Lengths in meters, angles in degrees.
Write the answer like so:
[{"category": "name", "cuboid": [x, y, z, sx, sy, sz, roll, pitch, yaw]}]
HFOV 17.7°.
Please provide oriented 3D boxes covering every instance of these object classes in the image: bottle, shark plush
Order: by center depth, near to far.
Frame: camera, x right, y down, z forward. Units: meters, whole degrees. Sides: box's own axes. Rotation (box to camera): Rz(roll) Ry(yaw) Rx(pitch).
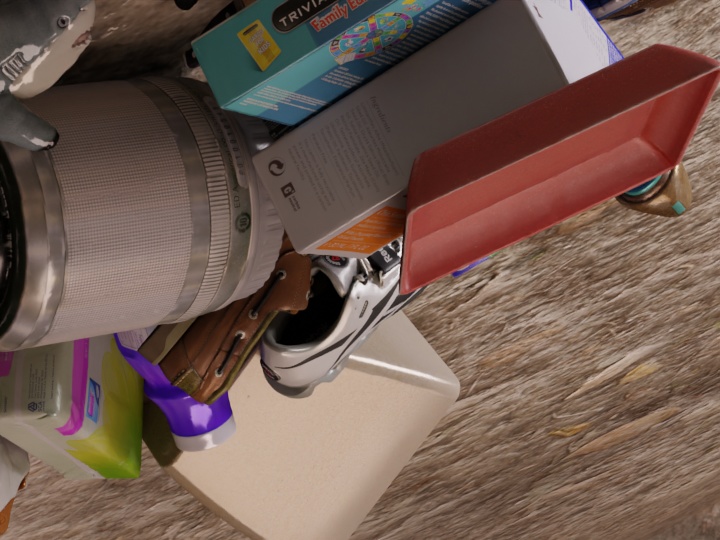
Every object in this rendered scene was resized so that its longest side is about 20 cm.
[{"category": "shark plush", "cuboid": [-0.254, -0.133, 1.333, 0.199, 0.091, 0.083, 3, 133, -12]}, {"category": "bottle", "cuboid": [-0.137, 0.032, 1.651, 0.083, 0.201, 0.065, -29, -154, -32]}]

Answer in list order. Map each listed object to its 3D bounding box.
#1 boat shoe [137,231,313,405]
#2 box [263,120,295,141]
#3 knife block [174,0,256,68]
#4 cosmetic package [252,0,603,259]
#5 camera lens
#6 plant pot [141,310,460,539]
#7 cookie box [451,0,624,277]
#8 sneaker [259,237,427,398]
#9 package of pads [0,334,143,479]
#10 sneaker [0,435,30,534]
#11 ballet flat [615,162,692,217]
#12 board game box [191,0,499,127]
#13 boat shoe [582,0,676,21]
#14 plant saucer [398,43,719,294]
[{"category": "boat shoe", "cuboid": [-0.065, 0.004, 1.604, 0.200, 0.068, 0.072, -49, -175, -7]}, {"category": "box", "cuboid": [-0.020, -0.075, 1.718, 0.200, 0.048, 0.193, -35, 155, 32]}, {"category": "knife block", "cuboid": [-0.046, -0.192, 1.352, 0.175, 0.064, 0.200, -26, 162, 3]}, {"category": "cosmetic package", "cuboid": [0.046, -0.085, 1.411, 0.200, 0.071, 0.101, -31, 166, 21]}, {"category": "camera lens", "cuboid": [-0.169, -0.039, 1.468, 0.200, 0.160, 0.160, -10, 156, -34]}, {"category": "plant pot", "cuboid": [-0.081, 0.085, 1.813, 0.177, 0.200, 0.200, 23, 110, -43]}, {"category": "cookie box", "cuboid": [0.072, -0.120, 1.504, 0.171, 0.075, 0.200, -31, 119, 20]}, {"category": "sneaker", "cuboid": [0.000, 0.000, 1.663, 0.200, 0.074, 0.089, -53, 163, -13]}, {"category": "package of pads", "cuboid": [-0.213, 0.057, 1.682, 0.068, 0.155, 0.200, -3, 162, 11]}, {"category": "sneaker", "cuboid": [-0.280, 0.115, 1.697, 0.073, 0.200, 0.085, -11, 129, 6]}, {"category": "ballet flat", "cuboid": [0.174, -0.106, 1.613, 0.068, 0.200, 0.072, -42, 140, 11]}, {"category": "board game box", "cuboid": [0.021, -0.155, 1.353, 0.200, 0.047, 0.151, -30, 167, 18]}, {"category": "boat shoe", "cuboid": [0.225, -0.227, 1.579, 0.200, 0.072, 0.072, -20, 168, 20]}, {"category": "plant saucer", "cuboid": [0.107, -0.063, 1.372, 0.199, 0.037, 0.200, -25, 168, -6]}]
